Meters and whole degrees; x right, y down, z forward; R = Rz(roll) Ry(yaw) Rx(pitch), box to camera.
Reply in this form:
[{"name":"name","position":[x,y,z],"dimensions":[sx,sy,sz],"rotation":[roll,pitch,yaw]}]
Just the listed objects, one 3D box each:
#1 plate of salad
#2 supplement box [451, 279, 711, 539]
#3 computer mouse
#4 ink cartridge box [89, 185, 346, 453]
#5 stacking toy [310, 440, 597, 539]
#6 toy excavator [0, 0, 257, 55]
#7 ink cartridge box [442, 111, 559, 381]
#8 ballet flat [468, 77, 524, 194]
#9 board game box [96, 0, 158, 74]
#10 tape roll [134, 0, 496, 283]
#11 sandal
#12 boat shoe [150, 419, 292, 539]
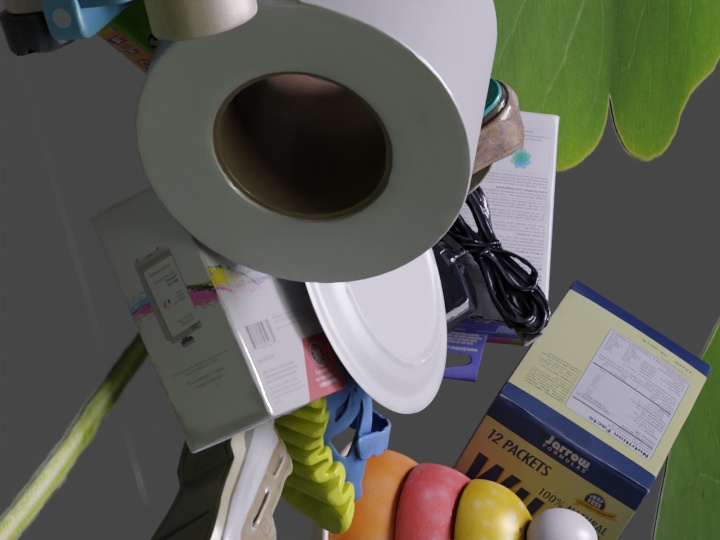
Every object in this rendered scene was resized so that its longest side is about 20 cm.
[{"name":"plate of salad","position":[0.000,0.000,1.604],"dimensions":[0.200,0.048,0.201],"rotation":[43,37,-45]},{"name":"supplement box","position":[0.152,0.155,1.898],"dimensions":[0.201,0.134,0.200],"rotation":[-62,173,33]},{"name":"computer mouse","position":[0.029,0.027,1.758],"dimensions":[0.199,0.053,0.139],"rotation":[-27,79,-25]},{"name":"ink cartridge box","position":[-0.096,0.002,1.519],"dimensions":[0.116,0.067,0.201],"rotation":[-16,82,-65]},{"name":"stacking toy","position":[0.075,0.194,1.752],"dimensions":[0.146,0.198,0.147],"rotation":[-3,90,-65]},{"name":"toy excavator","position":[-0.126,-0.180,1.353],"dimensions":[0.195,0.198,0.101],"rotation":[-52,133,-55]},{"name":"ink cartridge box","position":[0.073,-0.021,1.835],"dimensions":[0.076,0.135,0.202],"rotation":[115,-19,-73]},{"name":"ballet flat","position":[0.035,-0.058,1.720],"dimensions":[0.067,0.199,0.068],"rotation":[55,5,-44]},{"name":"board game box","position":[-0.115,-0.218,1.556],"dimensions":[0.095,0.030,0.201],"rotation":[39,56,-39]},{"name":"tape roll","position":[-0.024,-0.112,1.444],"dimensions":[0.140,0.201,0.204],"rotation":[-76,152,-50]},{"name":"sandal","position":[-0.028,0.090,1.655],"dimensions":[0.087,0.079,0.201],"rotation":[-49,150,-26]},{"name":"boat shoe","position":[-0.087,0.169,1.536],"dimensions":[0.068,0.074,0.201],"rotation":[43,44,-26]}]
